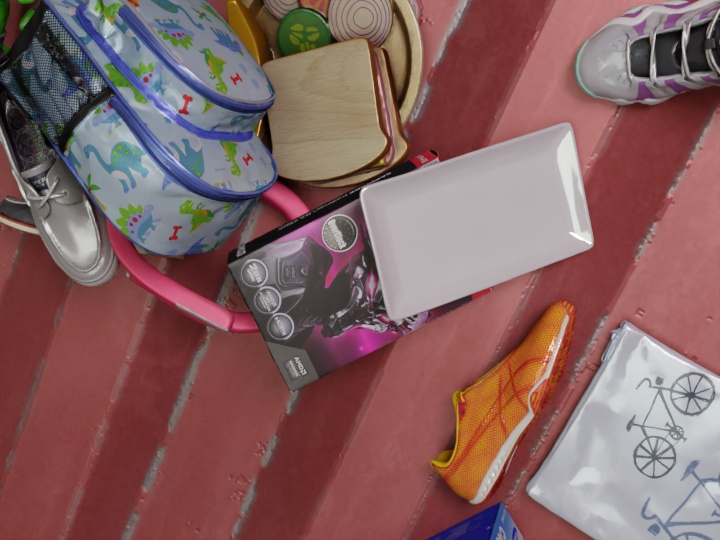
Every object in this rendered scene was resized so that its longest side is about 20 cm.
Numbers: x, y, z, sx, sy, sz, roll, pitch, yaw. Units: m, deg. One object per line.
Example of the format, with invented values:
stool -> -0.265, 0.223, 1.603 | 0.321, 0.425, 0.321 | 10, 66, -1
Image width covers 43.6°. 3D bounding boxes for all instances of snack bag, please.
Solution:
snack bag -> 0.262, 0.170, 0.769 | 0.197, 0.021, 0.192 | 29, 107, 9

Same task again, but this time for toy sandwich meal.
toy sandwich meal -> -0.038, -0.171, 0.766 | 0.200, 0.070, 0.211 | 3, 102, 16

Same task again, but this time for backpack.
backpack -> -0.154, -0.122, 0.701 | 0.146, 0.182, 0.202 | -40, 82, 23

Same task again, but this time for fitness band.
fitness band -> -0.129, -0.030, 0.805 | 0.197, 0.037, 0.146 | 30, 75, -1

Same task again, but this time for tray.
tray -> 0.095, -0.042, 0.726 | 0.196, 0.022, 0.110 | -19, 104, -18

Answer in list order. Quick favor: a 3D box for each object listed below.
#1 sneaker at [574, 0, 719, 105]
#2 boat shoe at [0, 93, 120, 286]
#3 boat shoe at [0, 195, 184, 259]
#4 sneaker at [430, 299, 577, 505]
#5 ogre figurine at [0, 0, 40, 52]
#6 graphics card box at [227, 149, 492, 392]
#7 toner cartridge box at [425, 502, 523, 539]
sneaker -> 0.249, -0.164, 0.641 | 0.195, 0.140, 0.080 | -10, 99, 18
boat shoe -> -0.273, -0.082, 0.794 | 0.070, 0.069, 0.204 | -19, 85, 5
boat shoe -> -0.254, -0.055, 0.858 | 0.195, 0.071, 0.064 | 8, 91, 12
sneaker -> 0.121, 0.109, 0.775 | 0.076, 0.073, 0.203 | 34, 106, 18
ogre figurine -> -0.280, -0.243, 0.819 | 0.196, 0.098, 0.122 | 9, 122, 31
graphics card box -> 0.000, 0.000, 0.757 | 0.196, 0.051, 0.128 | -25, 106, 1
toner cartridge box -> 0.051, 0.290, 0.819 | 0.198, 0.095, 0.044 | -33, 92, 21
